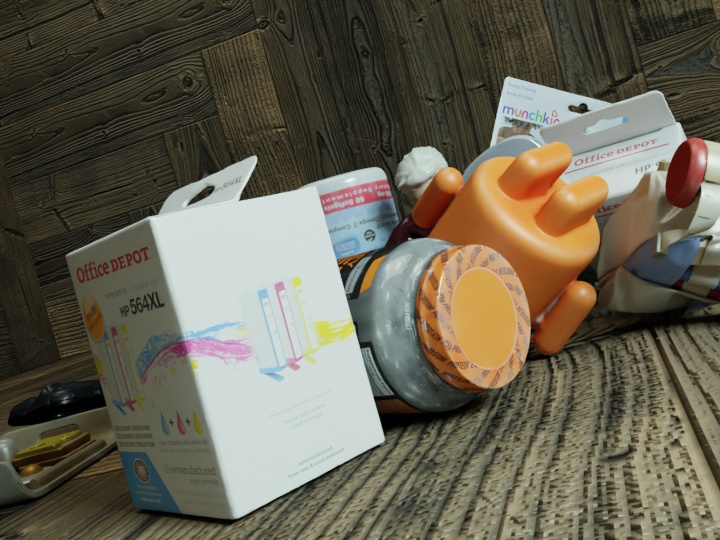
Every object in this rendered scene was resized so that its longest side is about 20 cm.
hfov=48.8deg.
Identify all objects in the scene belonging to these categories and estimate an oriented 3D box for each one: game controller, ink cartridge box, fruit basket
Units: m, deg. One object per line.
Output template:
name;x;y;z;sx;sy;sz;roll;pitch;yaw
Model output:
game controller;-0.299;0.153;0.915;0.104;0.042;0.200;-31;-19;27
ink cartridge box;0.253;-0.059;0.727;0.116;0.067;0.200;-15;-42;33
ink cartridge box;-0.093;0.038;0.515;0.125;0.200;0.128;-17;2;-43
fruit basket;0.223;-0.091;0.859;0.185;0.200;0.094;12;7;-12

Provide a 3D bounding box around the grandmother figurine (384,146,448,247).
grandmother figurine;0.077;-0.018;0.748;0.121;0.200;0.061;-16;1;-11

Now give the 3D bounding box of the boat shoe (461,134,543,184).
boat shoe;0.122;-0.055;0.794;0.200;0.070;0.066;-62;-9;31

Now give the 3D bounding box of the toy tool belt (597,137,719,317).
toy tool belt;0.263;-0.027;0.589;0.123;0.125;0.200;11;-21;1

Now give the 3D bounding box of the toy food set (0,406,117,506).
toy food set;-0.325;0.169;0.726;0.143;0.060;0.200;-16;2;10

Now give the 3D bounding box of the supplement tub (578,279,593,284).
supplement tub;0.292;-0.048;1.008;0.200;0.123;0.122;-18;3;-32

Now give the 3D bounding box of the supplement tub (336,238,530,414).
supplement tub;0.017;0.045;0.587;0.122;0.123;0.200;-18;3;-44

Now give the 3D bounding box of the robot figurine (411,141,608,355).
robot figurine;0.111;-0.012;0.644;0.117;0.144;0.200;-80;17;-48

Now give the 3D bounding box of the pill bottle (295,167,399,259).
pill bottle;0.000;0.000;0.841;0.109;0.200;0.109;-16;2;1
